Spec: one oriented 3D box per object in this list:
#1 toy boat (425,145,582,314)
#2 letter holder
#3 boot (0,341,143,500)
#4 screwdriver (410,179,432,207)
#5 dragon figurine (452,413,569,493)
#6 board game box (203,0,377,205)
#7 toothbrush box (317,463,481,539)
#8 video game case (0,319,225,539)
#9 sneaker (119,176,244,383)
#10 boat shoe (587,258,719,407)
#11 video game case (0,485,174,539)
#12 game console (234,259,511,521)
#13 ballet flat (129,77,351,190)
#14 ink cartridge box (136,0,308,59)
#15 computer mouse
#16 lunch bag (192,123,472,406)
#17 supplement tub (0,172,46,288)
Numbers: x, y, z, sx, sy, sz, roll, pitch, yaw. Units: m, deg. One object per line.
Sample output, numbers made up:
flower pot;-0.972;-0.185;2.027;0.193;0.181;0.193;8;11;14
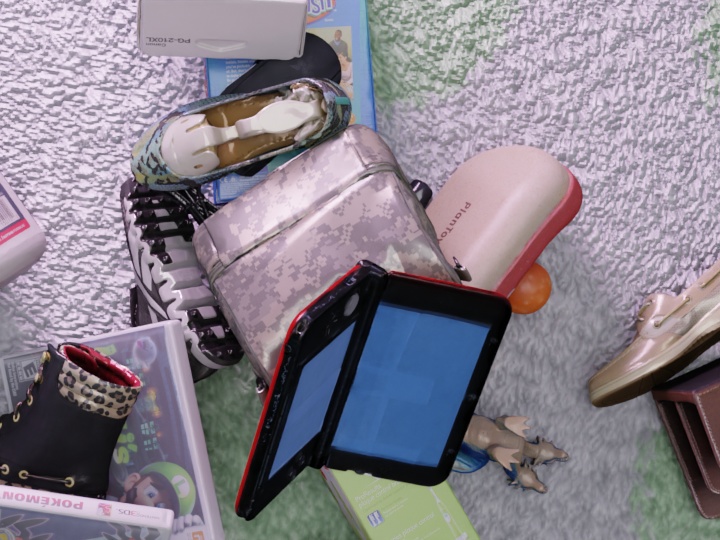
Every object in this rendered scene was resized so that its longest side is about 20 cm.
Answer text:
toy boat;0.125;-0.010;1.639;0.200;0.130;0.131;-52;125;-6
letter holder;0.390;0.136;1.660;0.199;0.101;0.143;-22;93;-13
boot;-0.287;0.120;1.551;0.203;0.073;0.155;27;108;11
screwdriver;0.000;0.000;1.650;0.028;0.029;0.200;38;79;-5
dragon figurine;0.093;0.147;1.636;0.199;0.099;0.059;19;73;-1
board game box;-0.064;-0.163;1.641;0.151;0.045;0.202;-4;90;-7
toothbrush box;0.019;0.182;1.592;0.086;0.146;0.201;-30;93;-8
video game case;-0.215;0.156;1.576;0.181;0.023;0.201;-12;89;24
sneaker;-0.175;0.014;1.607;0.066;0.090;0.201;-7;63;-47
boat shoe;0.284;0.052;1.674;0.199;0.072;0.065;-35;72;1
video game case;-0.258;0.248;1.538;0.181;0.201;0.023;9;50;-7
game console;0.009;0.107;1.419;0.118;0.172;0.201;28;123;16
ballet flat;-0.106;-0.118;1.539;0.199;0.074;0.075;-20;91;7
ink cartridge box;-0.120;-0.289;1.579;0.144;0.084;0.201;1;62;-7
computer mouse;-0.078;-0.106;1.591;0.200;0.046;0.141;-40;92;-6
lunch bag;-0.024;0.007;1.525;0.199;0.168;0.140;-31;137;2
supplement tub;-0.372;-0.060;1.547;0.140;0.140;0.201;-35;93;-7
